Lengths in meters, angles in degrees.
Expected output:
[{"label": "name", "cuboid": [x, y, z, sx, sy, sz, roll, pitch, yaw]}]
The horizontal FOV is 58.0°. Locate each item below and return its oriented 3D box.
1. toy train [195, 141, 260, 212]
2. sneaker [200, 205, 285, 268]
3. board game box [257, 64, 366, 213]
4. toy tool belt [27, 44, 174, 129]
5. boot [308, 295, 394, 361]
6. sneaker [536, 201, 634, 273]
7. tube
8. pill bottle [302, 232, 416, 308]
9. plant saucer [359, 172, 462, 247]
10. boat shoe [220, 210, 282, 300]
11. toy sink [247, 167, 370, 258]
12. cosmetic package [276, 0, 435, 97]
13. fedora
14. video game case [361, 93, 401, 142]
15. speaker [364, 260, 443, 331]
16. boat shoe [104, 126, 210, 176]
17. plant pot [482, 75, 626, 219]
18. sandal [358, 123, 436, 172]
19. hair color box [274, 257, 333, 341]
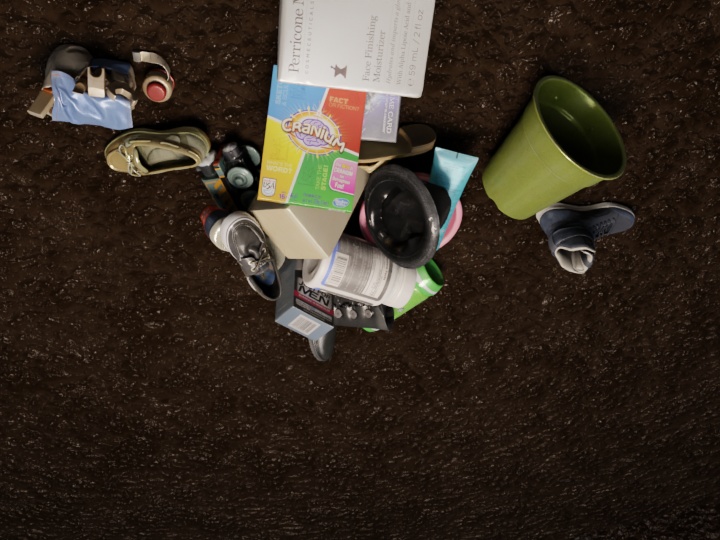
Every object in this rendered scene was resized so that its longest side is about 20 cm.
[{"label": "toy train", "cuboid": [-0.217, -0.140, 1.174, 0.112, 0.086, 0.202, -8, 137, 17]}, {"label": "sneaker", "cuboid": [-0.209, -0.059, 1.165, 0.075, 0.084, 0.200, -47, 146, 0]}, {"label": "board game box", "cuboid": [-0.075, -0.201, 1.010, 0.150, 0.040, 0.205, 7, 91, -9]}, {"label": "toy tool belt", "cuboid": [-0.393, -0.264, 0.998, 0.195, 0.124, 0.126, 3, 136, -8]}, {"label": "boot", "cuboid": [-0.018, 0.113, 1.376, 0.196, 0.066, 0.168, -5, 107, 26]}, {"label": "sneaker", "cuboid": [0.454, -0.062, 1.261, 0.197, 0.148, 0.078, -1, 135, -6]}, {"label": "tube", "cuboid": [0.145, -0.125, 1.171, 0.076, 0.051, 0.202, 9, 131, -7]}, {"label": "pill bottle", "cuboid": [0.000, 0.000, 1.221, 0.197, 0.115, 0.114, 17, 132, -24]}, {"label": "plant saucer", "cuboid": [0.095, -0.112, 1.247, 0.196, 0.051, 0.203, -3, 136, -3]}, {"label": "boat shoe", "cuboid": [-0.178, -0.016, 1.107, 0.069, 0.066, 0.202, -35, 144, -19]}, {"label": "toy sink", "cuboid": [-0.088, -0.140, 1.142, 0.110, 0.203, 0.131, 2, 145, 38]}, {"label": "cosmetic package", "cuboid": [-0.013, -0.341, 0.889, 0.195, 0.166, 0.168, 3, 112, -8]}, {"label": "fedora", "cuboid": [0.092, -0.103, 1.128, 0.091, 0.201, 0.203, -24, 146, -31]}, {"label": "video game case", "cuboid": [-0.031, -0.286, 1.048, 0.195, 0.019, 0.146, 2, 115, -8]}, {"label": "speaker", "cuboid": [0.079, 0.052, 1.389, 0.199, 0.090, 0.088, -35, 128, 28]}, {"label": "boat shoe", "cuboid": [-0.351, -0.195, 1.101, 0.196, 0.064, 0.074, -2, 135, 13]}, {"label": "plant pot", "cuboid": [0.310, -0.187, 1.109, 0.197, 0.203, 0.190, 19, 143, -23]}, {"label": "sandal", "cuboid": [0.029, -0.197, 1.120, 0.207, 0.079, 0.070, -11, 145, -17]}, {"label": "hair color box", "cuboid": [-0.106, 0.024, 1.260, 0.098, 0.203, 0.060, 30, 129, -31]}]
